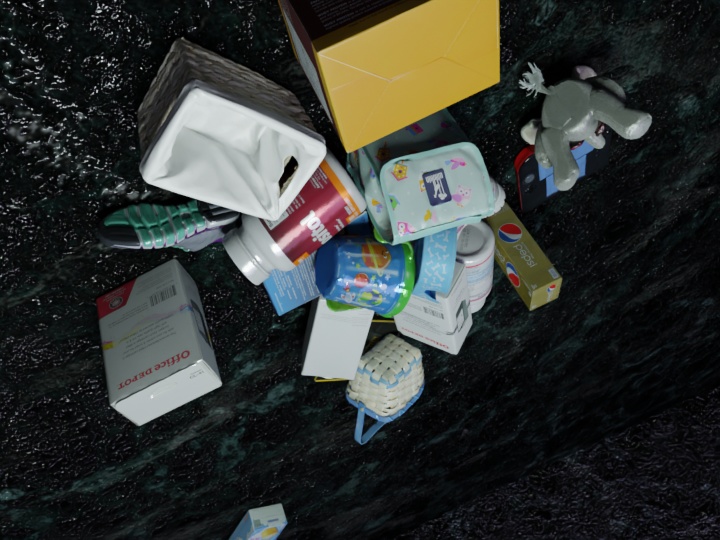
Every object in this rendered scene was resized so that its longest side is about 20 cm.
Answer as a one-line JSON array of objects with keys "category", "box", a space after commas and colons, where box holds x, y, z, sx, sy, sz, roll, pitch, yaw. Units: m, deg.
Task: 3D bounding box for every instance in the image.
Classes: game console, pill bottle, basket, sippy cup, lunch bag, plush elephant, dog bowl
[{"category": "game console", "box": [0.383, -0.204, 1.172, 0.197, 0.031, 0.178, -29, 144, 2]}, {"category": "pill bottle", "box": [0.210, -0.003, 1.236, 0.106, 0.110, 0.202, -22, 145, -7]}, {"category": "basket", "box": [-0.162, -0.170, 0.771, 0.197, 0.125, 0.136, 15, 128, -43]}, {"category": "sippy cup", "box": [0.000, 0.000, 0.991, 0.127, 0.139, 0.182, 6, 108, -27]}, {"category": "pill bottle", "box": [-0.097, -0.075, 0.897, 0.199, 0.114, 0.113, -38, 144, 2]}, {"category": "lunch bag", "box": [0.084, -0.136, 0.910, 0.166, 0.203, 0.123, -15, 144, -14]}, {"category": "plush elephant", "box": [0.344, -0.244, 1.004, 0.165, 0.201, 0.154, -45, 164, 26]}, {"category": "basket", "box": [0.054, 0.248, 1.312, 0.175, 0.137, 0.205, -32, 133, -43]}, {"category": "dog bowl", "box": [0.111, -0.015, 0.981, 0.048, 0.115, 0.200, 6, 168, 1]}]

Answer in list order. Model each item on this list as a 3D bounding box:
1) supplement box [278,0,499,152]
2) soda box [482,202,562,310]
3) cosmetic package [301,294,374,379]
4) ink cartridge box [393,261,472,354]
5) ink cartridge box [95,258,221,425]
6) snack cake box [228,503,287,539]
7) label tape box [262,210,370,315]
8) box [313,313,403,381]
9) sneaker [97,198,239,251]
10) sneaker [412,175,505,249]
[{"category": "supplement box", "box": [0.024, -0.280, 0.692, 0.193, 0.202, 0.134, -25, 145, -3]}, {"category": "soda box", "box": [0.297, -0.030, 1.181, 0.063, 0.203, 0.068, -22, 145, -6]}, {"category": "cosmetic package", "box": [-0.045, 0.110, 1.186, 0.110, 0.082, 0.203, 9, 129, -12]}, {"category": "ink cartridge box", "box": [0.132, 0.057, 1.207, 0.085, 0.143, 0.202, -55, 150, -26]}, {"category": "ink cartridge box", "box": [-0.307, 0.105, 0.945, 0.145, 0.203, 0.086, -25, 145, -2]}, {"category": "snack cake box", "box": [-0.315, 0.798, 1.904, 0.113, 0.068, 0.202, 1, 135, -35]}, {"category": "label tape box", "box": [-0.078, -0.027, 1.055, 0.197, 0.067, 0.145, -28, 145, -11]}, {"category": "box", "box": [-0.002, 0.159, 1.347, 0.157, 0.050, 0.202, 6, 132, -36]}, {"category": "sneaker", "box": [-0.269, -0.049, 0.895, 0.195, 0.076, 0.088, -12, 147, -23]}, {"category": "sneaker", "box": [0.155, -0.105, 1.076, 0.199, 0.082, 0.088, -39, 149, 2]}]
